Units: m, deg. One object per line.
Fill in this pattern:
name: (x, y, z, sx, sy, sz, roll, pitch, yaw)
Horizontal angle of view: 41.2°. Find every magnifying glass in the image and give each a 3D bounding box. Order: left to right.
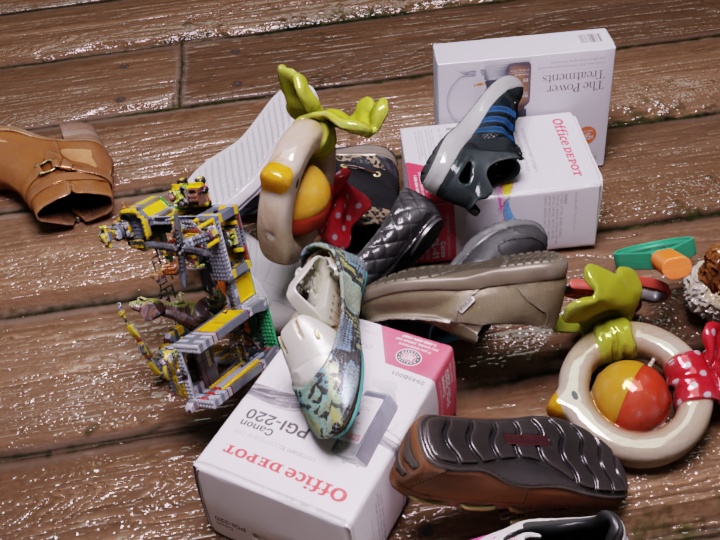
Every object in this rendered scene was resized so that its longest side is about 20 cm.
magnifying glass: (0.281, -0.011, 0.895, 0.078, 0.023, 0.200, -12, 2, 11)

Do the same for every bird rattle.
bird rattle: (-0.055, -0.078, 0.877, 0.111, 0.202, 0.164, 24, 45, 9)
bird rattle: (0.247, 0.097, 0.824, 0.198, 0.113, 0.164, 32, 67, 14)

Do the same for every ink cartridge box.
ink cartridge box: (-0.023, 0.137, 0.791, 0.144, 0.086, 0.201, 15, 46, 23)
ink cartridge box: (0.146, -0.092, 1.038, 0.196, 0.087, 0.149, -4, 40, 0)

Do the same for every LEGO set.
LEGO set: (-0.163, 0.032, 0.829, 0.152, 0.203, 0.116, 9, 27, 30)

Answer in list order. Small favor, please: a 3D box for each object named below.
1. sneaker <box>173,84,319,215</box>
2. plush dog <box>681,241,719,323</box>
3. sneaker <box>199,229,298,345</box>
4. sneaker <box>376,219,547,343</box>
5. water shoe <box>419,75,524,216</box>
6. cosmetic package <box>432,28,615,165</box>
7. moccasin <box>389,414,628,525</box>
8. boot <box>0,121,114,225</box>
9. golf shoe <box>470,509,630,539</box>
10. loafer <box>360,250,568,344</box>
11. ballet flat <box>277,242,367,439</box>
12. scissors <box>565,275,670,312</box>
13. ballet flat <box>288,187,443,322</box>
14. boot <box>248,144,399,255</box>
sneaker: (-0.103, -0.097, 0.988, 0.078, 0.080, 0.200, 29, 67, 37)
plush dog: (0.384, -0.005, 0.822, 0.197, 0.163, 0.172, 12, 18, 18)
sneaker: (-0.106, 0.003, 0.980, 0.091, 0.077, 0.201, -5, 38, -25)
sneaker: (0.109, 0.024, 0.926, 0.198, 0.074, 0.082, -31, 49, -13)
water shoe: (0.131, -0.123, 0.977, 0.078, 0.072, 0.200, 37, 50, 5)
cosmetic package: (0.183, -0.187, 1.095, 0.196, 0.153, 0.052, -6, 41, 0)
moccasin: (0.118, 0.159, 0.740, 0.198, 0.078, 0.074, 4, 47, -26)
boot: (-0.389, -0.100, 1.130, 0.197, 0.078, 0.156, -11, 44, -18)
golf shoe: (0.095, 0.214, 0.681, 0.196, 0.093, 0.073, -13, 42, -7)
loafer: (0.084, 0.030, 0.832, 0.197, 0.069, 0.076, -8, 6, 23)
ballet flat: (-0.035, 0.048, 0.772, 0.073, 0.075, 0.201, -3, 35, 3)
scissors: (0.189, 0.012, 0.881, 0.197, 0.073, 0.014, 12, 65, -18)
ballet flat: (0.000, 0.000, 0.924, 0.057, 0.067, 0.200, 39, 70, 23)
boot: (-0.043, -0.065, 1.043, 0.196, 0.074, 0.152, -6, 41, -7)
